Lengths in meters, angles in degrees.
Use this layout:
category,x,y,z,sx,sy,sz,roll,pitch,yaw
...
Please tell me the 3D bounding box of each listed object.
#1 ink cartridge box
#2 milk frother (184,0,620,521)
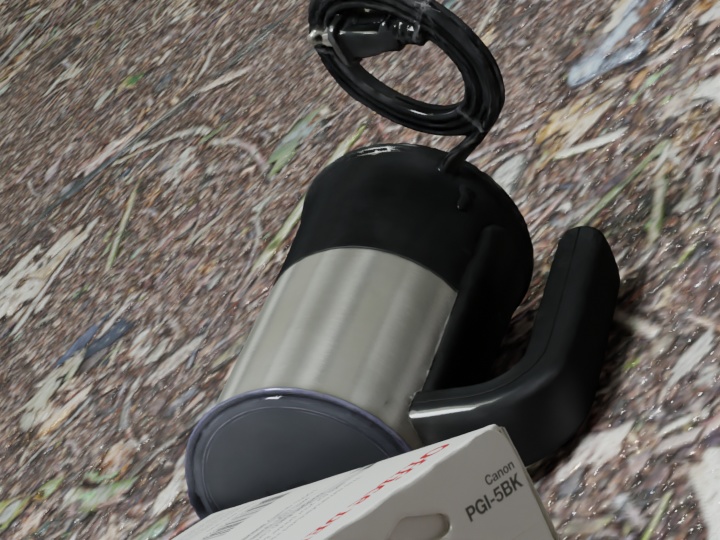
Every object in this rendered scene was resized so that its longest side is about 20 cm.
category,x,y,z,sx,sy,sz,roll,pitch,yaw
ink cartridge box,-0.032,0.145,1.163,0.147,0.083,0.200,-30,6,-40
milk frother,0.000,0.000,1.300,0.180,0.200,0.188,-26,25,33
